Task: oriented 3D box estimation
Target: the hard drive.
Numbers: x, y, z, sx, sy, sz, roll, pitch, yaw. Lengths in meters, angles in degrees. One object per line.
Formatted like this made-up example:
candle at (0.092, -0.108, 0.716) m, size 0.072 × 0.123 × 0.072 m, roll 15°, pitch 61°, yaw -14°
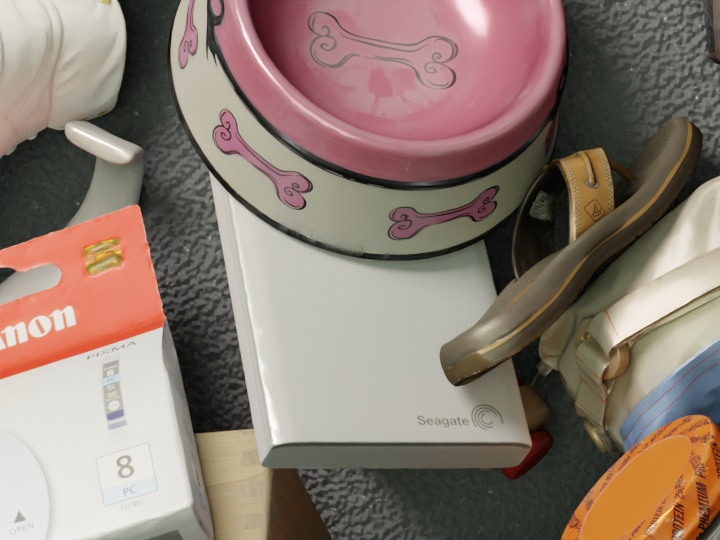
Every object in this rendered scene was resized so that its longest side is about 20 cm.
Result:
hard drive at (0.000, 0.000, 1.164) m, size 0.131 × 0.027 × 0.201 m, roll 2°, pitch 58°, yaw -22°

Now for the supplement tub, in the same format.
supplement tub at (0.190, 0.168, 1.105) m, size 0.123 × 0.123 × 0.200 m, roll -44°, pitch 101°, yaw 10°

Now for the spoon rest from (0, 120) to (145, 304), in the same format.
spoon rest at (-0.156, 0.015, 1.276) m, size 0.099 × 0.061 × 0.201 m, roll 27°, pitch 110°, yaw 11°

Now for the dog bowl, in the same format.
dog bowl at (0.011, -0.110, 1.164) m, size 0.198 × 0.074 × 0.202 m, roll 7°, pitch 60°, yaw -12°

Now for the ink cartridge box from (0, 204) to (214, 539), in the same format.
ink cartridge box at (-0.166, 0.061, 1.156) m, size 0.159 × 0.047 × 0.201 m, roll -18°, pitch 57°, yaw 4°

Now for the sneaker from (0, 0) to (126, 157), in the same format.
sneaker at (-0.186, -0.071, 1.262) m, size 0.074 × 0.115 × 0.200 m, roll 59°, pitch 139°, yaw 19°

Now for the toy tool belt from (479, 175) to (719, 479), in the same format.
toy tool belt at (0.150, 0.058, 1.172) m, size 0.200 × 0.125 × 0.123 m, roll -43°, pitch 75°, yaw 11°

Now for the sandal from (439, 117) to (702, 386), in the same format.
sandal at (0.096, -0.020, 1.154) m, size 0.055 × 0.082 × 0.200 m, roll 48°, pitch 60°, yaw 0°

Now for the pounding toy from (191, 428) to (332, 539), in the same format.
pounding toy at (-0.083, 0.191, 1.201) m, size 0.183 × 0.200 × 0.143 m, roll -5°, pitch 56°, yaw 12°

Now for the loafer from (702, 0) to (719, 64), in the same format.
loafer at (0.183, -0.196, 1.191) m, size 0.063 × 0.072 × 0.202 m, roll 4°, pitch 87°, yaw 31°
